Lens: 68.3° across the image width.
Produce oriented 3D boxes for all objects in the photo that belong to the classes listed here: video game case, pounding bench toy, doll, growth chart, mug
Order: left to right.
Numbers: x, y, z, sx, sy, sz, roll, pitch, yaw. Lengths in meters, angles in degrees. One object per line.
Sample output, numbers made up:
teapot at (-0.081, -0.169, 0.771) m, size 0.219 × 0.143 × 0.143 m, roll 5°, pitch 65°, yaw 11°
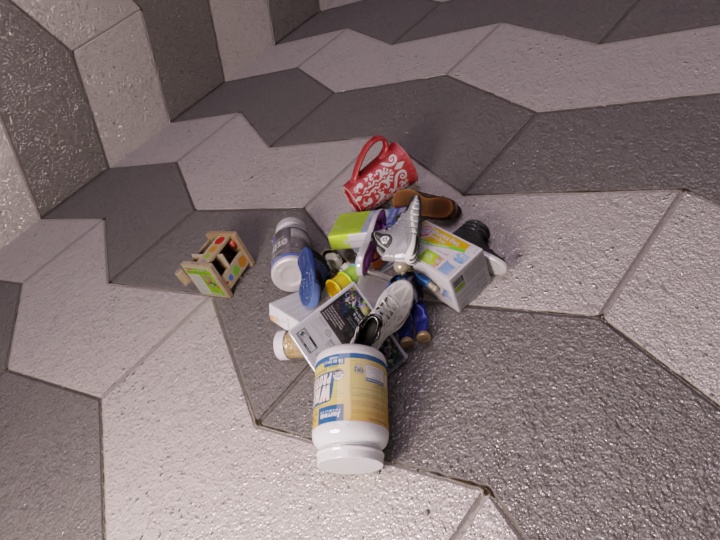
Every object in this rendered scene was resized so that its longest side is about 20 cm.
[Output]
pounding bench toy at (-0.438, -0.028, 1.568) m, size 0.195 × 0.126 × 0.158 m, roll 3°, pitch 47°, yaw 32°
video game case at (-0.026, 0.157, 1.118) m, size 0.180 × 0.023 × 0.202 m, roll -35°, pitch 80°, yaw -11°
mug at (0.040, -0.275, 1.539) m, size 0.198 × 0.180 × 0.133 m, roll -37°, pitch 10°, yaw -7°
growth chart at (0.037, 0.080, 1.205) m, size 0.142 × 0.018 × 0.203 m, roll 28°, pitch 50°, yaw -3°
doll at (0.109, 0.061, 1.170) m, size 0.133 × 0.048 × 0.205 m, roll -21°, pitch 59°, yaw 18°

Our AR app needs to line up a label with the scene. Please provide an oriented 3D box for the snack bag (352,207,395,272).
snack bag at (0.067, -0.079, 1.419) m, size 0.186 × 0.022 × 0.200 m, roll -33°, pitch 40°, yaw -8°

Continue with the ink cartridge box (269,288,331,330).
ink cartridge box at (-0.098, 0.104, 1.252) m, size 0.160 × 0.052 × 0.198 m, roll -22°, pitch 35°, yaw -37°

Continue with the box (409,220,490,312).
box at (0.185, -0.015, 1.216) m, size 0.112 × 0.103 × 0.199 m, roll -39°, pitch 40°, yaw -15°

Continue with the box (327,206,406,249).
box at (0.022, -0.113, 1.406) m, size 0.194 × 0.049 × 0.123 m, roll -4°, pitch 33°, yaw 20°

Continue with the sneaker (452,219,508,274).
sneaker at (0.283, -0.063, 1.235) m, size 0.099 × 0.071 × 0.199 m, roll -44°, pitch 37°, yaw -13°

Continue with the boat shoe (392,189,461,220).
boat shoe at (0.178, -0.171, 1.426) m, size 0.197 × 0.069 × 0.073 m, roll 20°, pitch 101°, yaw 38°

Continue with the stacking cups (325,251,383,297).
stacking cups at (0.000, 0.000, 1.294) m, size 0.059 × 0.062 × 0.199 m, roll 15°, pitch 40°, yaw 39°

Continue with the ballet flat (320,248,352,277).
ballet flat at (-0.044, -0.001, 1.361) m, size 0.070 × 0.072 × 0.199 m, roll -38°, pitch 40°, yaw -15°

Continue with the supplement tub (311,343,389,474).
supplement tub at (-0.018, 0.256, 0.983) m, size 0.140 × 0.145 × 0.205 m, roll -12°, pitch 56°, yaw 17°

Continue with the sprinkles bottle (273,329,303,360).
sprinkles bottle at (-0.101, 0.163, 1.213) m, size 0.194 × 0.069 × 0.069 m, roll -8°, pitch 42°, yaw 21°

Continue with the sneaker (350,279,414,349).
sneaker at (0.051, 0.095, 1.067) m, size 0.075 × 0.116 × 0.202 m, roll 35°, pitch 76°, yaw 6°

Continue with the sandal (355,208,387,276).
sandal at (0.039, -0.061, 1.258) m, size 0.048 × 0.084 × 0.206 m, roll 10°, pitch 51°, yaw 17°

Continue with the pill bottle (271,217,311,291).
pill bottle at (-0.189, -0.050, 1.458) m, size 0.111 × 0.115 × 0.203 m, roll -20°, pitch 39°, yaw 8°

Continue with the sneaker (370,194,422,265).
sneaker at (0.081, -0.099, 1.211) m, size 0.112 × 0.076 × 0.204 m, roll 0°, pitch 46°, yaw 13°

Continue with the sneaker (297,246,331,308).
sneaker at (-0.105, 0.021, 1.290) m, size 0.071 × 0.076 × 0.203 m, roll -50°, pitch 31°, yaw 28°
